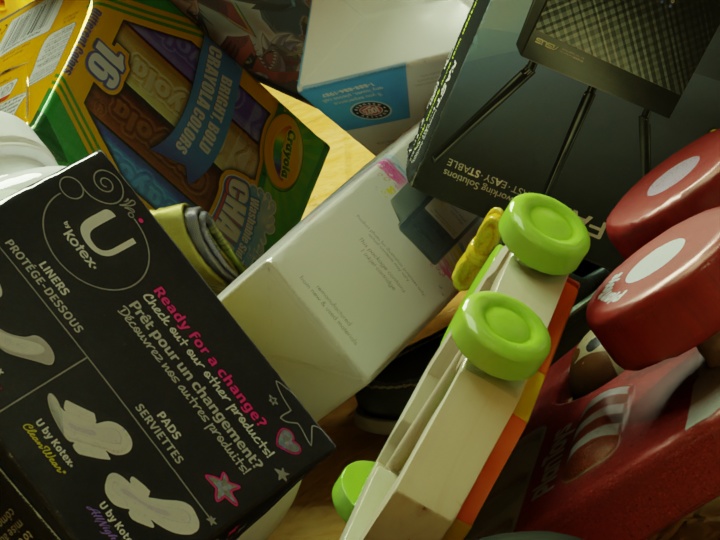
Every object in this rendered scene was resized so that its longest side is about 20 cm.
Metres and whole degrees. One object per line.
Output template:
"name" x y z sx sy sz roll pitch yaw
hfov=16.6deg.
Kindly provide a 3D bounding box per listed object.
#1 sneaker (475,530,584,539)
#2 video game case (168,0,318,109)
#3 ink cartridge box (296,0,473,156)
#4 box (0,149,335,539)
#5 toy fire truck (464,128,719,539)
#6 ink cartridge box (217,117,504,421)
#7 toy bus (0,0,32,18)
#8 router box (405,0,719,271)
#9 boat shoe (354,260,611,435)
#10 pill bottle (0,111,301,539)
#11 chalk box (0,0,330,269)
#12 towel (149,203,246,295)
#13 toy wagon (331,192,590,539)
"sneaker" -0.003 0.133 0.754 0.199 0.076 0.079 -19 19 -10
"video game case" -0.057 -0.155 1.169 0.181 0.199 0.026 127 165 -60
"ink cartridge box" 0.075 -0.076 1.151 0.115 0.200 0.067 -11 59 33
"box" -0.125 0.078 0.815 0.115 0.132 0.200 -34 -7 -46
"toy fire truck" 0.102 0.049 0.903 0.168 0.112 0.200 -33 12 21
"ink cartridge box" 0.000 0.000 1.077 0.117 0.067 0.200 -39 3 42
"toy bus" -0.290 -0.231 2.019 0.135 0.193 0.200 -29 19 -34
"router box" 0.136 -0.071 1.001 0.199 0.150 0.062 22 17 -3
"boat shoe" 0.078 0.012 1.095 0.199 0.062 0.073 -24 21 -21
"pill bottle" -0.116 0.031 0.971 0.112 0.112 0.200 -23 55 -24
"chalk box" -0.108 -0.034 1.231 0.125 0.200 0.124 -21 37 44
"towel" -0.134 0.024 1.163 0.199 0.144 0.023 -8 56 19
"toy wagon" 0.035 0.044 0.885 0.039 0.155 0.200 30 35 -1
